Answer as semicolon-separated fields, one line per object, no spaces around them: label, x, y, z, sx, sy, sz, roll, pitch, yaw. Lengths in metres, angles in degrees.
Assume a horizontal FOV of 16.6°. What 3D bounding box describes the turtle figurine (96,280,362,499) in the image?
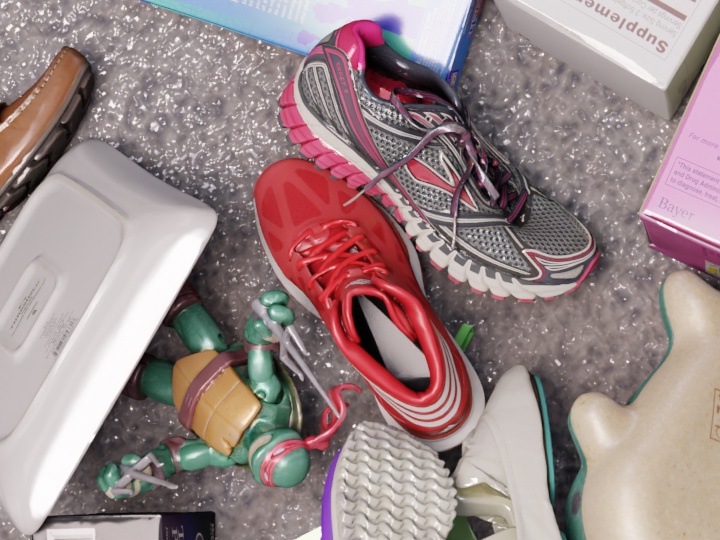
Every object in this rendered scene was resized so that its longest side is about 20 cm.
turtle figurine;-0.087;0.068;1.364;0.150;0.101;0.200;-51;53;2

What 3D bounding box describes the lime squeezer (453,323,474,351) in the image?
lime squeezer;0.042;0.126;1.376;0.071;0.038;0.200;-22;60;26

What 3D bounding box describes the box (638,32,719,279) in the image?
box;0.234;-0.091;1.317;0.097;0.176;0.200;24;88;10

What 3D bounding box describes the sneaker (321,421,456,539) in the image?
sneaker;-0.006;0.172;1.272;0.069;0.200;0.100;24;133;-19

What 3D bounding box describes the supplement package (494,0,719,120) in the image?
supplement package;0.172;-0.203;1.365;0.117;0.117;0.200;31;90;9

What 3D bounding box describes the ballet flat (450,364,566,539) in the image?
ballet flat;0.079;0.137;1.317;0.069;0.069;0.200;-14;56;7

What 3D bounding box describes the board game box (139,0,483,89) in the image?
board game box;-0.020;-0.200;1.413;0.200;0.045;0.152;20;101;9

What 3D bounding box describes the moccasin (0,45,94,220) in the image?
moccasin;-0.236;-0.058;1.438;0.201;0.074;0.078;-44;89;12

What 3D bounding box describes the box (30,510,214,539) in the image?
box;-0.127;0.234;1.359;0.079;0.141;0.200;-2;85;6

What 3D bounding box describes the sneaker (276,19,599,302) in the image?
sneaker;0.048;-0.057;1.368;0.200;0.081;0.075;35;131;-4

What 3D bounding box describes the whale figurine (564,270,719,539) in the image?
whale figurine;0.177;0.105;1.358;0.159;0.104;0.200;18;65;-18

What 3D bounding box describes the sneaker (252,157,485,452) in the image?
sneaker;0.000;0.000;1.358;0.078;0.116;0.200;-37;68;-5

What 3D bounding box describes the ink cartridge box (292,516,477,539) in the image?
ink cartridge box;0.026;0.231;1.386;0.145;0.048;0.200;-27;85;6

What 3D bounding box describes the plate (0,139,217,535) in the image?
plate;-0.174;0.026;1.367;0.032;0.200;0.200;31;90;-30
